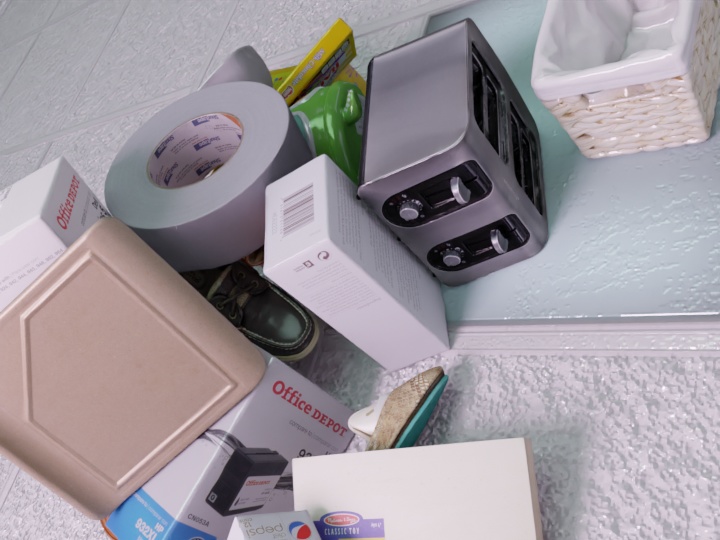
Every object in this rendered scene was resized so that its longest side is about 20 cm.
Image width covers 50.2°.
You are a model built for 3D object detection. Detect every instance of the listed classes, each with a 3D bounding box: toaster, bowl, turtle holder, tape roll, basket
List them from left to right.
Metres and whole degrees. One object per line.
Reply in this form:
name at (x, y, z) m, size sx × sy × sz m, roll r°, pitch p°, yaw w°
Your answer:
tape roll at (-0.148, -0.096, 0.757) m, size 0.198 × 0.066 × 0.202 m, roll -13°, pitch 48°, yaw 15°
bowl at (-0.182, -0.181, 0.949) m, size 0.200 × 0.075 × 0.200 m, roll -44°, pitch 12°, yaw 11°
turtle holder at (-0.026, -0.113, 0.871) m, size 0.131 × 0.187 × 0.141 m, roll -13°, pitch 26°, yaw 23°
toaster at (0.089, -0.113, 0.730) m, size 0.118 × 0.181 × 0.202 m, roll -16°, pitch 51°, yaw 28°
basket at (0.254, -0.217, 0.700) m, size 0.135 × 0.123 × 0.202 m, roll -3°, pitch 59°, yaw 40°

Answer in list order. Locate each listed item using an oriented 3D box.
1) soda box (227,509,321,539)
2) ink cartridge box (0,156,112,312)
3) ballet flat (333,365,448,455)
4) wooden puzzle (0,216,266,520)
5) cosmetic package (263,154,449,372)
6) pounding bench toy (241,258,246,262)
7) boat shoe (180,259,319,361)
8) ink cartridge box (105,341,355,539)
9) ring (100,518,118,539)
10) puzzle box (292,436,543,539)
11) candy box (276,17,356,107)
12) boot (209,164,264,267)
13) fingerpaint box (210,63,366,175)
soda box at (-0.086, 0.287, 0.602) m, size 0.068 × 0.063 × 0.201 m, roll 50°, pitch 127°, yaw 49°
ink cartridge box at (-0.245, 0.019, 0.688) m, size 0.084 × 0.201 × 0.146 m, roll -31°, pitch 30°, yaw 2°
ballet flat at (0.007, 0.163, 0.668) m, size 0.065 × 0.071 × 0.201 m, roll 24°, pitch 74°, yaw 19°
wooden puzzle at (-0.206, 0.083, 0.622) m, size 0.200 × 0.185 × 0.037 m, roll -42°, pitch 22°, yaw 3°
cosmetic package at (0.000, 0.000, 0.703) m, size 0.071 × 0.200 × 0.102 m, roll -25°, pitch 46°, yaw 24°
pounding bench toy at (-0.196, 0.050, 0.913) m, size 0.154 × 0.200 × 0.125 m, roll 9°, pitch 64°, yaw 9°
boat shoe at (-0.132, 0.025, 0.767) m, size 0.199 × 0.065 × 0.074 m, roll 25°, pitch 73°, yaw 20°
ink cartridge box at (-0.109, 0.181, 0.706) m, size 0.083 × 0.145 × 0.201 m, roll 18°, pitch 73°, yaw 46°
ring at (-0.230, 0.217, 0.887) m, size 0.199 × 0.019 × 0.202 m, roll -23°, pitch 46°, yaw 27°
puzzle box at (0.040, 0.203, 0.589) m, size 0.198 × 0.025 × 0.134 m, roll -10°, pitch 74°, yaw 24°
candy box at (-0.079, -0.199, 0.904) m, size 0.200 × 0.026 × 0.102 m, roll -49°, pitch 0°, yaw 2°
boot at (-0.111, -0.055, 0.797) m, size 0.199 × 0.075 × 0.108 m, roll 6°, pitch 54°, yaw 40°
fingerpaint box at (-0.096, -0.172, 1.019) m, size 0.166 × 0.073 × 0.201 m, roll 2°, pitch 63°, yaw 44°
